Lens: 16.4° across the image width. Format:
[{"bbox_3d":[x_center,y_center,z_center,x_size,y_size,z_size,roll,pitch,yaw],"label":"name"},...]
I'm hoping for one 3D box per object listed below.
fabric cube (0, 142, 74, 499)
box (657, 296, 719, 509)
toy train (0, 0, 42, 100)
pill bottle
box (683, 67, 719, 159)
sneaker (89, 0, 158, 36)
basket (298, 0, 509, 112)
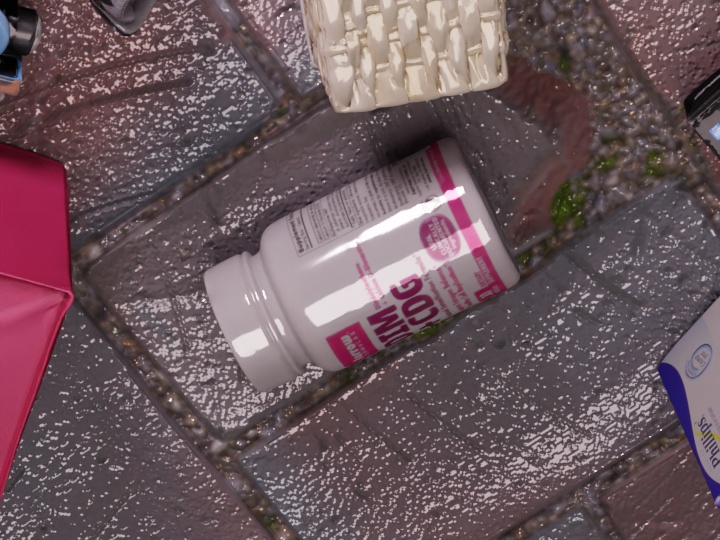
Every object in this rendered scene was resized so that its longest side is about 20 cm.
[{"bbox_3d":[-0.308,0.026,1.654,0.199,0.200,0.197,16,113,-16],"label":"fabric cube"},{"bbox_3d":[0.337,0.127,1.814,0.199,0.184,0.105,31,110,-22],"label":"box"},{"bbox_3d":[-0.311,-0.154,1.629,0.199,0.087,0.115,12,124,-17],"label":"toy train"},{"bbox_3d":[0.000,0.000,1.736,0.199,0.114,0.114,-26,118,6],"label":"pill bottle"},{"bbox_3d":[0.347,-0.090,1.725,0.164,0.086,0.200,-40,96,12],"label":"box"},{"bbox_3d":[-0.193,-0.197,1.569,0.199,0.114,0.076,-24,154,-24],"label":"sneaker"},{"bbox_3d":[0.023,-0.214,1.623,0.135,0.124,0.201,-10,119,-2],"label":"basket"}]
